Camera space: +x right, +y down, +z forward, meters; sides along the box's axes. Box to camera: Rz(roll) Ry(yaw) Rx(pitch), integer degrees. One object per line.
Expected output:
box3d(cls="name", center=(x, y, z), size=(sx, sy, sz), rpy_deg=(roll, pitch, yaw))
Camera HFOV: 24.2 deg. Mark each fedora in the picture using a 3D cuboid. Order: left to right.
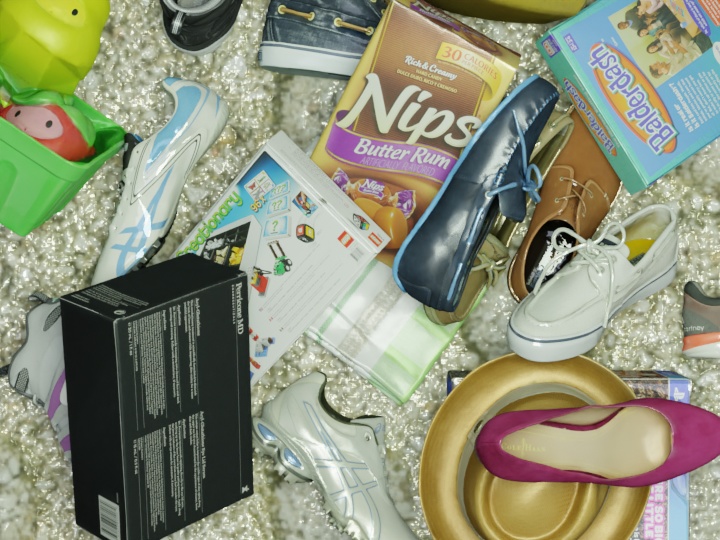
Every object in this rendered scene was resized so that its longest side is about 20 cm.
box3d(cls="fedora", center=(0.140, 0.161, 1.315), size=(0.198, 0.082, 0.204), rpy_deg=(0, 91, 1))

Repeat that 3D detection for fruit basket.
box3d(cls="fruit basket", center=(-0.282, -0.163, 1.394), size=(0.213, 0.156, 0.218), rpy_deg=(3, 107, 10))

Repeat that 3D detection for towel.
box3d(cls="towel", center=(0.000, 0.000, 1.439), size=(0.199, 0.031, 0.150), rpy_deg=(37, 93, 0))

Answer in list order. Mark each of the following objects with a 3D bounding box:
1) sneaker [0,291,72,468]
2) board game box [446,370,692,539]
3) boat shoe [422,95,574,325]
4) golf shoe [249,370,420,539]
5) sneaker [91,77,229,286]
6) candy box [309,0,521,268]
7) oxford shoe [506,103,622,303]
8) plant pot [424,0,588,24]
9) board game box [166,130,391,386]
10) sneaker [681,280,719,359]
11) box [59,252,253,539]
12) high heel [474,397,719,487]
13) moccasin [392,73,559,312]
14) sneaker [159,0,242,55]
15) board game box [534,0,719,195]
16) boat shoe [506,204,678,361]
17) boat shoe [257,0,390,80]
box3d(cls="sneaker", center=(-0.252, 0.112, 1.433), size=(0.138, 0.078, 0.203), rpy_deg=(10, 106, 22))
box3d(cls="board game box", center=(0.171, 0.166, 1.405), size=(0.197, 0.097, 0.162), rpy_deg=(1, 91, 1))
box3d(cls="boat shoe", center=(0.112, -0.045, 1.393), size=(0.063, 0.073, 0.202), rpy_deg=(21, 81, 31))
box3d(cls="golf shoe", center=(0.000, 0.172, 1.423), size=(0.200, 0.078, 0.097), rpy_deg=(44, 86, -1))
box3d(cls="sneaker", center=(-0.182, -0.069, 1.421), size=(0.072, 0.072, 0.202), rpy_deg=(27, 88, -5))
box3d(cls="candy box", center=(0.033, -0.112, 1.367), size=(0.116, 0.057, 0.201), rpy_deg=(28, 111, -2))
box3d(cls="oxford shoe", center=(0.182, -0.062, 1.414), size=(0.071, 0.071, 0.202), rpy_deg=(19, 90, 3))
box3d(cls="plant pot", center=(0.107, -0.298, 1.356), size=(0.199, 0.194, 0.197), rpy_deg=(29, 91, -9))
box3d(cls="board game box", center=(-0.081, -0.004, 1.389), size=(0.126, 0.035, 0.200), rpy_deg=(45, 125, 0))
box3d(cls="sneaker", center=(0.365, 0.023, 1.411), size=(0.197, 0.077, 0.083), rpy_deg=(-9, 85, 1))
box3d(cls="box", center=(-0.161, 0.105, 1.358), size=(0.078, 0.140, 0.203), rpy_deg=(19, 117, 42))
box3d(cls="high heel", center=(0.182, 0.128, 1.227), size=(0.197, 0.096, 0.068), rpy_deg=(-7, 84, -4))
box3d(cls="moccasin", center=(0.105, -0.057, 1.332), size=(0.068, 0.080, 0.201), rpy_deg=(35, 99, 18))
box3d(cls="sneaker", center=(-0.113, -0.279, 1.394), size=(0.075, 0.114, 0.202), rpy_deg=(21, 92, 0))
box3d(cls="board game box", center=(0.267, -0.181, 1.399), size=(0.199, 0.045, 0.153), rpy_deg=(-32, 90, -13))
box3d(cls="boat shoe", center=(0.193, -0.003, 1.358), size=(0.201, 0.074, 0.087), rpy_deg=(-28, 134, -34))
box3d(cls="boat shoe", center=(0.015, -0.204, 1.414), size=(0.197, 0.071, 0.092), rpy_deg=(8, 91, 1))
